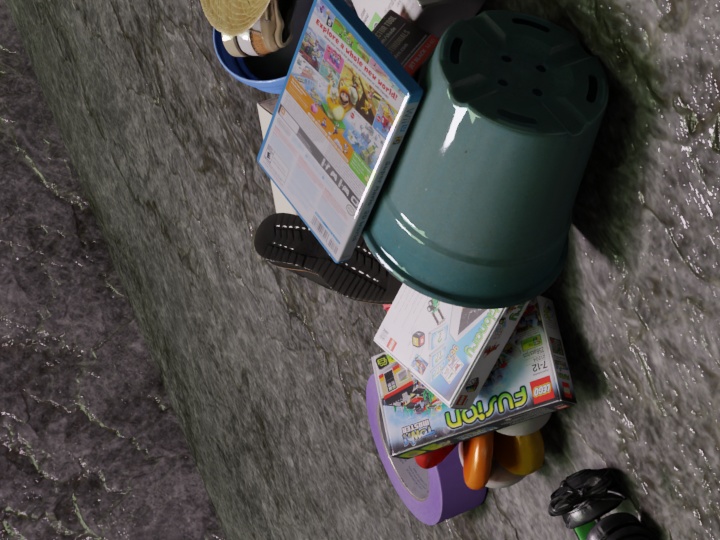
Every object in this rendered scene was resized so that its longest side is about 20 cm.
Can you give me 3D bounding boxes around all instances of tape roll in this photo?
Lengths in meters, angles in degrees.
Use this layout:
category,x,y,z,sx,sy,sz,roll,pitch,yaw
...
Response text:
category,x,y,z,sx,sy,sz,roll,pitch,yaw
tape roll,0.079,0.210,1.878,0.200,0.066,0.200,55,157,39

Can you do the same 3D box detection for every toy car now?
category,x,y,z,sx,sy,sz,roll,pitch,yaw
toy car,0.103,0.144,1.613,0.200,0.150,0.175,59,158,31

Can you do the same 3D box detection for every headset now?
category,x,y,z,sx,sy,sz,roll,pitch,yaw
headset,0.224,0.250,1.473,0.124,0.094,0.200,58,169,31

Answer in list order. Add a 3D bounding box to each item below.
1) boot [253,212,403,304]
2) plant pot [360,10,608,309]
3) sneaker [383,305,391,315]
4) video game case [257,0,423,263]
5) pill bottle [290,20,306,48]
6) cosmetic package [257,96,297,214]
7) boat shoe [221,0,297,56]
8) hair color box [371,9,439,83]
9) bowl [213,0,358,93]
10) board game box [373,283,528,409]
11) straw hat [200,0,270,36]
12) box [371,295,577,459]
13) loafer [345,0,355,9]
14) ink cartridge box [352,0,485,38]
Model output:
category,x,y,z,sx,sy,sz,roll,pitch,yaw
boot,0.000,0.000,1.637,0.200,0.078,0.138,25,175,36
plant pot,0.113,-0.104,1.309,0.200,0.200,0.196,59,151,30
sneaker,0.044,0.012,1.677,0.087,0.074,0.200,-65,13,9
video game case,-0.023,-0.125,1.331,0.143,0.018,0.200,52,138,29
pill bottle,-0.050,-0.250,1.712,0.200,0.111,0.111,45,149,52
cosmetic package,-0.053,-0.120,1.864,0.073,0.103,0.200,42,148,52
boat shoe,-0.085,-0.315,1.597,0.075,0.068,0.200,38,-120,-59
hair color box,0.017,-0.142,1.450,0.064,0.111,0.200,33,158,15
bowl,-0.066,-0.279,1.632,0.039,0.201,0.201,40,-170,-50
board game box,0.103,0.018,1.476,0.126,0.035,0.200,41,110,39
straw hat,-0.085,-0.331,1.509,0.201,0.085,0.201,1,92,56
box,0.110,0.108,1.513,0.200,0.035,0.110,-23,68,29
loafer,-0.040,-0.361,1.565,0.068,0.070,0.201,-21,72,39
ink cartridge box,0.035,-0.317,1.454,0.200,0.084,0.146,66,161,11
